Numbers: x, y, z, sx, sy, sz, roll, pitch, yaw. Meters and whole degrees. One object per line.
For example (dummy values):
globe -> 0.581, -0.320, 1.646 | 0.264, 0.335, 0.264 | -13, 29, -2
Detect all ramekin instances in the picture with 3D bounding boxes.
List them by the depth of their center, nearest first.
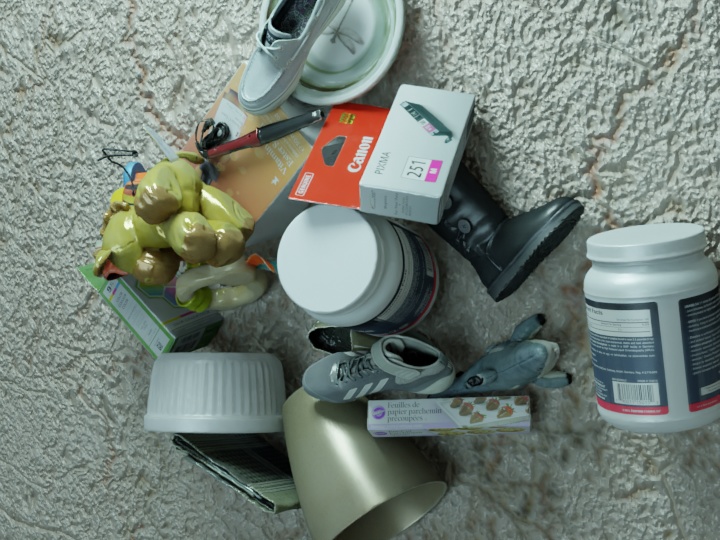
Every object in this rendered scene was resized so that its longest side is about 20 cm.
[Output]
ramekin -> -0.194, 0.166, 1.612 | 0.199, 0.200, 0.106 | -3, 83, 36

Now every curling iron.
curling iron -> -0.128, -0.172, 1.442 | 0.199, 0.026, 0.050 | -5, 101, 35

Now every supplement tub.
supplement tub -> 0.312, 0.059, 1.253 | 0.140, 0.140, 0.201 | -1, 102, 35
supplement tub -> 0.000, 0.000, 1.396 | 0.139, 0.200, 0.141 | -4, 80, 23

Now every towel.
towel -> -0.143, 0.274, 1.603 | 0.192, 0.200, 0.035 | 30, 97, 25

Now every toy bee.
toy bee -> -0.293, -0.096, 1.595 | 0.130, 0.199, 0.110 | -1, 87, 39

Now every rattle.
rattle -> -0.171, -0.028, 1.605 | 0.200, 0.130, 0.144 | -39, 36, 50

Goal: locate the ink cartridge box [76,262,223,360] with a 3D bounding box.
ink cartridge box -> -0.305, 0.035, 1.709 | 0.200, 0.104, 0.059 | 45, 123, 18

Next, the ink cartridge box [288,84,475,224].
ink cartridge box -> 0.028, -0.142, 1.339 | 0.172, 0.201, 0.044 | 11, 134, 11

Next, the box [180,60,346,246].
box -> -0.125, -0.152, 1.529 | 0.152, 0.106, 0.200 | 51, 125, 13

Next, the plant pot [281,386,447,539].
plant pot -> -0.016, 0.242, 1.531 | 0.187, 0.187, 0.201 | -49, 60, 34

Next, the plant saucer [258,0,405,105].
plant saucer -> -0.029, -0.300, 1.440 | 0.199, 0.050, 0.202 | 1, 91, 27

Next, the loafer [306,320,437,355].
loafer -> 0.013, 0.108, 1.523 | 0.199, 0.070, 0.076 | 15, 111, 32

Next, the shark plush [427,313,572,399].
shark plush -> 0.155, 0.114, 1.415 | 0.199, 0.083, 0.091 | -12, 96, 37

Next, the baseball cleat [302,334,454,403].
baseball cleat -> 0.012, 0.112, 1.435 | 0.199, 0.107, 0.070 | -7, 57, 17

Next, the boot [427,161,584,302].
boot -> 0.145, -0.088, 1.387 | 0.200, 0.065, 0.165 | 52, 124, 18

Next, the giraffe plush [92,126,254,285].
giraffe plush -> -0.254, -0.050, 1.461 | 0.162, 0.172, 0.200 | -45, 69, 21

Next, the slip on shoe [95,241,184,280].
slip on shoe -> -0.282, -0.016, 1.599 | 0.199, 0.074, 0.062 | -3, 95, 37

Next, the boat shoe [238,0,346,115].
boat shoe -> -0.092, -0.278, 1.396 | 0.070, 0.071, 0.201 | 38, 100, 22

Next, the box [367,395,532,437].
box -> 0.109, 0.178, 1.437 | 0.199, 0.041, 0.039 | -2, 67, 9
